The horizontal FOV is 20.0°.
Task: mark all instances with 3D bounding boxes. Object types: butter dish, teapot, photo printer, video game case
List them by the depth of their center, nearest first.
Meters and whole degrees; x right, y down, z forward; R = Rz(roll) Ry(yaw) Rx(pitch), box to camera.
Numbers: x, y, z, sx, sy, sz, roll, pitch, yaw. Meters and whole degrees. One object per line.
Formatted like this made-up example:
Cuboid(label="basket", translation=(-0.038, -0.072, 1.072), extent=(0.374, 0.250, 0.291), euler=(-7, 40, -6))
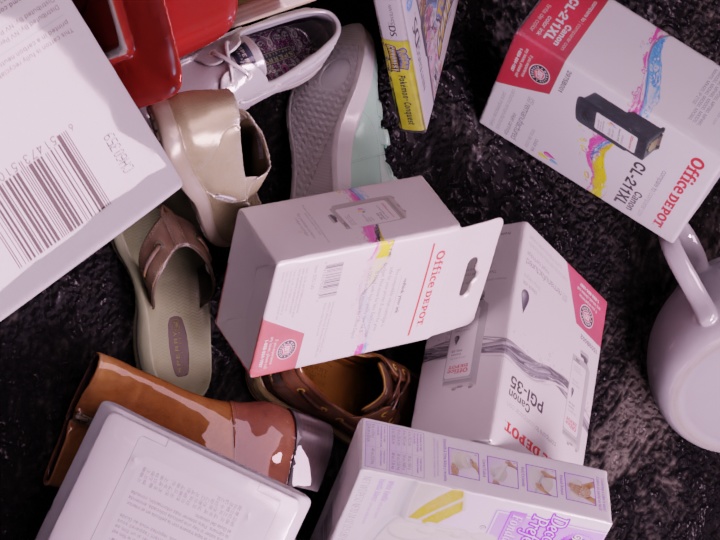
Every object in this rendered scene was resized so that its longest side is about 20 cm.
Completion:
Cuboid(label="photo printer", translation=(-0.150, 0.215, 1.438), extent=(0.166, 0.069, 0.200), euler=(25, 87, -4))
Cuboid(label="butter dish", translation=(-0.148, -0.222, 1.454), extent=(0.148, 0.200, 0.200), euler=(-20, 96, -30))
Cuboid(label="video game case", translation=(0.052, -0.242, 1.629), extent=(0.181, 0.025, 0.200), euler=(75, 26, -58))
Cuboid(label="teapot", translation=(0.337, 0.054, 1.814), extent=(0.197, 0.200, 0.146), euler=(3, 43, -12))

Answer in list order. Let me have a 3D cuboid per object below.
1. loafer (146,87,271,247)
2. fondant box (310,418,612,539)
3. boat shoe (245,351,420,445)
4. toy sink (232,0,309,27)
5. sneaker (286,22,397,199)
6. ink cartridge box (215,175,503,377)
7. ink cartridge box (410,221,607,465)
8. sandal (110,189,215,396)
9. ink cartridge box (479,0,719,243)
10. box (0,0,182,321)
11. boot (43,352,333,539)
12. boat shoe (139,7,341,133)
Cuboid(label="loafer", translation=(-0.098, -0.075, 1.500), extent=(0.068, 0.200, 0.076), euler=(-18, 71, 5))
Cuboid(label="fondant box", translation=(0.074, 0.200, 1.564), extent=(0.200, 0.144, 0.058), euler=(12, 39, -11))
Cuboid(label="boat shoe", translation=(0.006, 0.100, 1.615), extent=(0.200, 0.068, 0.072), euler=(21, 72, -32))
Cuboid(label="toy sink", translation=(-0.089, -0.293, 1.557), extent=(0.112, 0.130, 0.200), euler=(-23, 99, -35))
Cuboid(label="sneaker", translation=(0.001, -0.091, 1.641), extent=(0.118, 0.074, 0.201), euler=(30, 58, -46))
Cuboid(label="ink cartridge box", translation=(0.000, 0.000, 1.541), extent=(0.200, 0.068, 0.117), euler=(-11, 136, -29))
Cuboid(label="ink cartridge box", translation=(0.122, 0.085, 1.652), extent=(0.146, 0.083, 0.200), euler=(41, 50, -43))
Cuboid(label="sandal", translation=(-0.137, 0.001, 1.530), extent=(0.080, 0.057, 0.201), euler=(-12, 91, -36))
Cuboid(label="ink cartridge box", translation=(0.216, -0.134, 1.697), extent=(0.200, 0.146, 0.083), euler=(33, 61, 7))
Cuboid(label="box", translation=(-0.266, -0.083, 1.393), extent=(0.199, 0.131, 0.200), euler=(-39, 106, -27))
Cuboid(label="boot", translation=(-0.135, 0.174, 1.504), extent=(0.200, 0.068, 0.189), euler=(16, 97, -25))
Cuboid(label="boat shoe", translation=(-0.094, -0.151, 1.552), extent=(0.200, 0.069, 0.072), euler=(-20, 79, -37))
